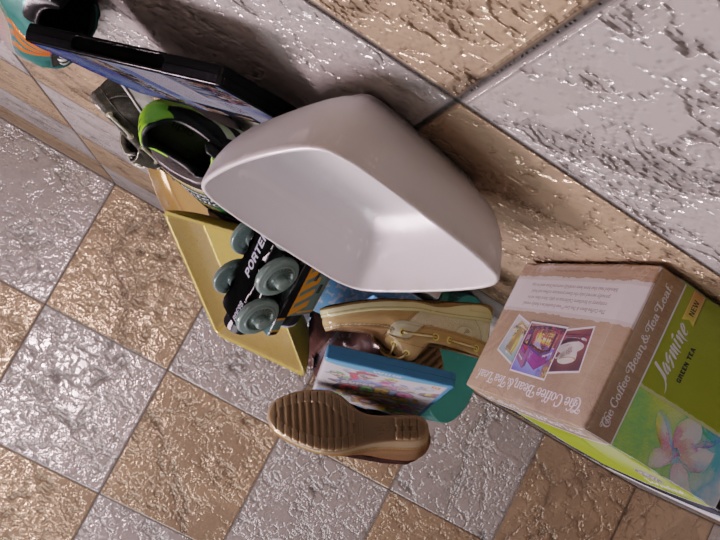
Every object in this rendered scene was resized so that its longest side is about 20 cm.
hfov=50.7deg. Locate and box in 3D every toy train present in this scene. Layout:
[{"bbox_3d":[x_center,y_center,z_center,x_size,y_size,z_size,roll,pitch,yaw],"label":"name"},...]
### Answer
[{"bbox_3d":[-0.067,-0.016,0.747,0.113,0.201,0.085,-3,-137,-41],"label":"toy train"}]

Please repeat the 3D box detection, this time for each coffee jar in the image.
[{"bbox_3d":[-0.165,-0.120,0.884,0.103,0.086,0.200,29,173,11],"label":"coffee jar"}]

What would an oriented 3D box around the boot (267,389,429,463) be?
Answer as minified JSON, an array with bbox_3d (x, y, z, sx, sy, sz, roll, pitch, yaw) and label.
[{"bbox_3d":[-0.017,0.209,0.941,0.197,0.073,0.167,8,155,-3],"label":"boot"}]

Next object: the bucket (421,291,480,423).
[{"bbox_3d":[0.080,0.108,1.065,0.133,0.210,0.207,11,164,33],"label":"bucket"}]

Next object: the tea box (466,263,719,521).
[{"bbox_3d":[0.230,0.098,0.636,0.195,0.135,0.200,30,173,-15],"label":"tea box"}]

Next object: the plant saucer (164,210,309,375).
[{"bbox_3d":[-0.144,0.015,0.955,0.198,0.048,0.202,16,133,43],"label":"plant saucer"}]

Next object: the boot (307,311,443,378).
[{"bbox_3d":[0.006,0.105,0.971,0.072,0.167,0.200,-17,-123,-45],"label":"boot"}]

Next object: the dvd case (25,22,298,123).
[{"bbox_3d":[-0.151,-0.155,0.622,0.198,0.018,0.142,19,-178,24],"label":"dvd case"}]

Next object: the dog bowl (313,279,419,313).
[{"bbox_3d":[0.000,0.000,0.898,0.198,0.050,0.112,6,-140,-38],"label":"dog bowl"}]

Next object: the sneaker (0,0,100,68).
[{"bbox_3d":[-0.272,-0.217,0.676,0.079,0.072,0.200,34,171,-4],"label":"sneaker"}]

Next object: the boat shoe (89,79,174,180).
[{"bbox_3d":[-0.259,-0.160,0.912,0.071,0.063,0.201,47,170,28],"label":"boat shoe"}]

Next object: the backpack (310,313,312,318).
[{"bbox_3d":[-0.060,0.032,1.332,0.198,0.136,0.182,25,172,29],"label":"backpack"}]

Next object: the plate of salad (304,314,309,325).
[{"bbox_3d":[-0.133,0.025,1.049,0.199,0.203,0.048,24,-148,35],"label":"plate of salad"}]

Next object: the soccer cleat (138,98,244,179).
[{"bbox_3d":[-0.118,-0.105,0.733,0.198,0.068,0.081,19,-153,-15],"label":"soccer cleat"}]

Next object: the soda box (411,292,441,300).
[{"bbox_3d":[0.008,-0.042,0.829,0.198,0.064,0.068,30,172,-5],"label":"soda box"}]

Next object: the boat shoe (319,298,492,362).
[{"bbox_3d":[0.053,0.066,0.824,0.197,0.067,0.074,2,174,-14],"label":"boat shoe"}]

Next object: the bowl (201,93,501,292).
[{"bbox_3d":[-0.003,-0.059,0.586,0.199,0.076,0.198,32,158,-33],"label":"bowl"}]

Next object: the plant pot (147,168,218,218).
[{"bbox_3d":[-0.254,-0.121,1.090,0.200,0.027,0.202,42,146,36],"label":"plant pot"}]

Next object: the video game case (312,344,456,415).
[{"bbox_3d":[0.019,0.135,0.890,0.141,0.018,0.200,13,158,-3],"label":"video game case"}]
